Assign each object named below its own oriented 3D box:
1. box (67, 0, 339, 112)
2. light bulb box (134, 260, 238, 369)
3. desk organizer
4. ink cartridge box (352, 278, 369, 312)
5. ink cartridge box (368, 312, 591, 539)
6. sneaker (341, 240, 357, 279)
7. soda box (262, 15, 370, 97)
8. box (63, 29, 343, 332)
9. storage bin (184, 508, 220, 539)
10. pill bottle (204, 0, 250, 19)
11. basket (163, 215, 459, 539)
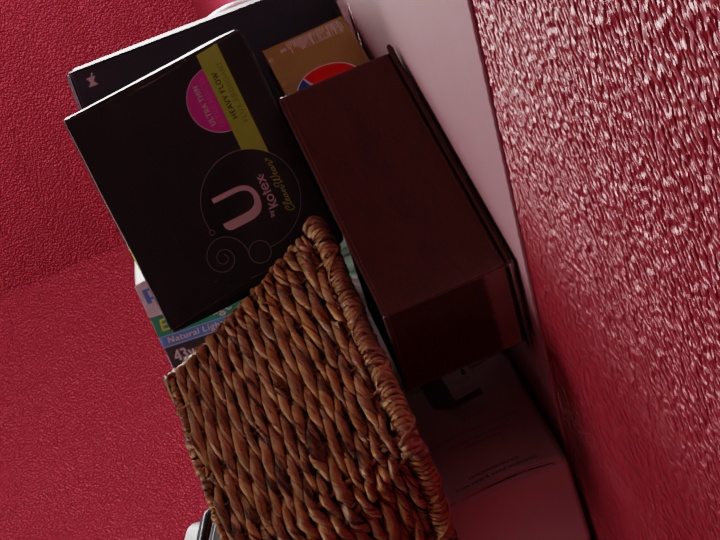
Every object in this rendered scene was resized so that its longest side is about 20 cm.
[{"bbox_3d":[-0.109,-0.135,1.505,0.182,0.198,0.105,-134,23,-81],"label":"box"},{"bbox_3d":[-0.098,-0.020,1.844,0.201,0.196,0.126,-100,-10,-57],"label":"light bulb box"},{"bbox_3d":[0.023,-0.032,1.162,0.072,0.076,0.201,72,175,-47],"label":"desk organizer"},{"bbox_3d":[-0.009,0.054,1.481,0.200,0.146,0.084,-135,67,-84],"label":"ink cartridge box"},{"bbox_3d":[0.075,0.122,1.279,0.201,0.084,0.147,-115,4,-53],"label":"ink cartridge box"},{"bbox_3d":[0.000,0.000,1.669,0.201,0.073,0.119,58,-171,-39],"label":"sneaker"},{"bbox_3d":[-0.002,-0.082,1.324,0.201,0.064,0.068,-116,4,-49],"label":"soda box"},{"bbox_3d":[-0.095,-0.058,1.299,0.150,0.124,0.200,63,-179,-2],"label":"box"},{"bbox_3d":[-0.008,0.207,1.376,0.199,0.135,0.146,33,-157,-11],"label":"storage bin"},{"bbox_3d":[-0.091,-0.170,1.697,0.200,0.112,0.114,-135,23,-81],"label":"pill bottle"},{"bbox_3d":[-0.001,0.099,1.165,0.142,0.149,0.201,30,-157,-38],"label":"basket"}]
